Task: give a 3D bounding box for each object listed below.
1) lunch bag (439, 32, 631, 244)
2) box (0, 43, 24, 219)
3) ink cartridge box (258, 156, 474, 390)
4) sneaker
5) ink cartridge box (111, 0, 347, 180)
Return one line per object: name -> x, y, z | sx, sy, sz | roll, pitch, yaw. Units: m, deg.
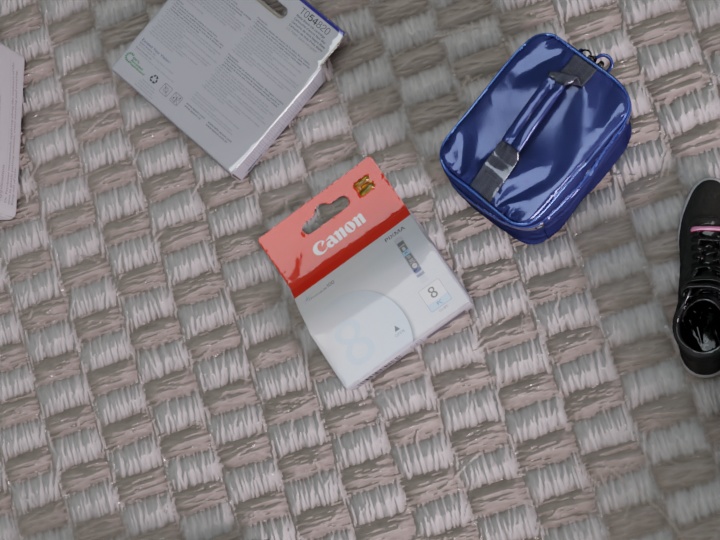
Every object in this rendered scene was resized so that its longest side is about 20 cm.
lunch bag -> 0.183, -0.136, 1.223 | 0.136, 0.132, 0.200 | 39, 93, 14
box -> -0.506, -0.166, 1.365 | 0.199, 0.171, 0.200 | 0, 83, 13
ink cartridge box -> 0.000, 0.000, 1.293 | 0.160, 0.047, 0.200 | -36, 79, 7
sneaker -> 0.342, 0.001, 1.188 | 0.070, 0.099, 0.201 | 3, 83, 15
ink cartridge box -> -0.143, -0.238, 1.357 | 0.199, 0.041, 0.200 | 42, 93, 14
